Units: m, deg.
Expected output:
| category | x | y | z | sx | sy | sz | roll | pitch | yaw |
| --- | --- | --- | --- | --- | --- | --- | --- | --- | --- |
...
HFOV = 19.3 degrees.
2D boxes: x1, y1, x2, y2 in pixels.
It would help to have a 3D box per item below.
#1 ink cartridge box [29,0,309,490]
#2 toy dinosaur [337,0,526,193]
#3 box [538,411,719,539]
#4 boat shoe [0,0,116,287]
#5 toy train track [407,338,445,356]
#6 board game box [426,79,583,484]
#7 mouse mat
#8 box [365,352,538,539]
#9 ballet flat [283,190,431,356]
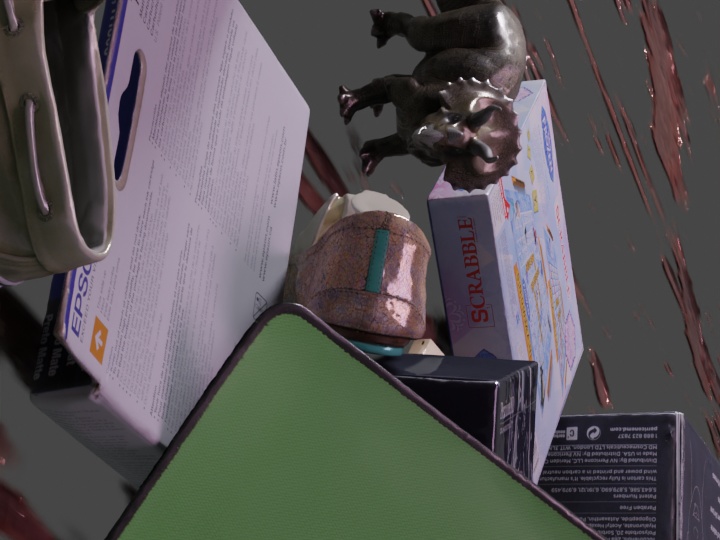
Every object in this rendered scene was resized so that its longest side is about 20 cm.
| category | x | y | z | sx | sy | sz | roll | pitch | yaw |
| --- | --- | --- | --- | --- | --- | --- | --- | --- | --- |
| ink cartridge box | -0.079 | -0.025 | 0.828 | 0.200 | 0.040 | 0.201 | 57 | 36 | -60 |
| toy dinosaur | 0.049 | -0.102 | 1.128 | 0.201 | 0.102 | 0.077 | -70 | 151 | -47 |
| box | 0.177 | 0.215 | 1.440 | 0.200 | 0.123 | 0.198 | 44 | 45 | -65 |
| boat shoe | -0.113 | -0.095 | 0.703 | 0.072 | 0.062 | 0.202 | -6 | 93 | -71 |
| toy train track | 0.060 | 0.131 | 1.243 | 0.115 | 0.032 | 0.201 | -63 | 147 | -55 |
| board game box | 0.096 | 0.007 | 1.344 | 0.200 | 0.041 | 0.201 | -58 | 142 | -62 |
| mouse mat | 0.000 | 0.130 | 0.810 | 0.161 | 0.200 | 0.008 | -55 | -165 | -10 |
| box | 0.017 | 0.130 | 0.934 | 0.200 | 0.103 | 0.184 | -3 | 95 | -81 |
| ballet flat | 0.000 | 0.000 | 0.925 | 0.200 | 0.068 | 0.068 | -179 | -83 | -80 |
